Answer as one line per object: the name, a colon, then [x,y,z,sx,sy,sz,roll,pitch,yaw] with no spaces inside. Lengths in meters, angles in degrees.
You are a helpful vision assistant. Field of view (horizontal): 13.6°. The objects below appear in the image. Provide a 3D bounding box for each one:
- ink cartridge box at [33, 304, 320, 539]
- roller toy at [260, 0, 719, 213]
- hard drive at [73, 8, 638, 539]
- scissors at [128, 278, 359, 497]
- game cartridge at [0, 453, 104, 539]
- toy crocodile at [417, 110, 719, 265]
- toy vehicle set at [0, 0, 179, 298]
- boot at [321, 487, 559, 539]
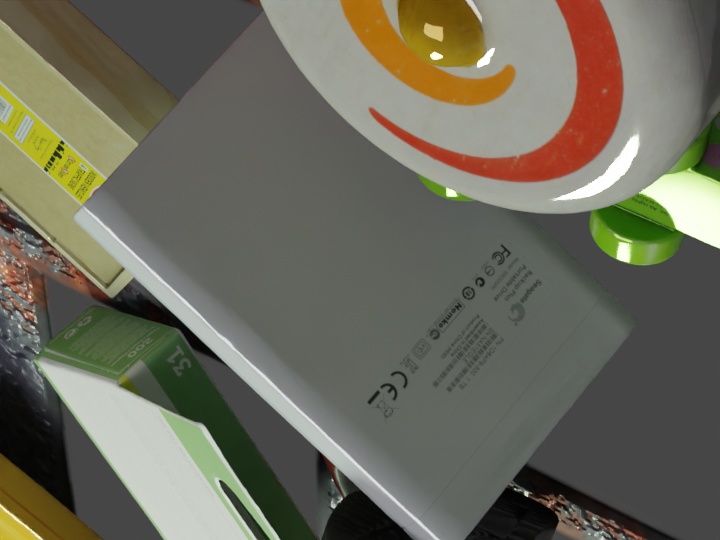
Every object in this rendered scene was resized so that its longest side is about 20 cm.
ink cartridge box: [-0.065,0.096,1.416,0.146,0.048,0.200,57,160,-22]
roller toy: [0.055,-0.118,1.024,0.199,0.140,0.183,10,135,38]
hard drive: [0.000,0.000,1.217,0.200,0.132,0.027,43,157,-5]
scissors: [-0.036,0.050,1.420,0.200,0.014,0.073,45,148,-5]
game cartridge: [-0.224,0.146,1.655,0.199,0.033,0.176,-6,139,47]
toy crocodile: [0.081,-0.056,1.149,0.199,0.062,0.068,21,142,19]
toy vehicle set: [-0.128,-0.058,1.329,0.124,0.027,0.200,42,161,-4]
boot: [0.020,0.168,1.294,0.077,0.200,0.139,25,100,22]
